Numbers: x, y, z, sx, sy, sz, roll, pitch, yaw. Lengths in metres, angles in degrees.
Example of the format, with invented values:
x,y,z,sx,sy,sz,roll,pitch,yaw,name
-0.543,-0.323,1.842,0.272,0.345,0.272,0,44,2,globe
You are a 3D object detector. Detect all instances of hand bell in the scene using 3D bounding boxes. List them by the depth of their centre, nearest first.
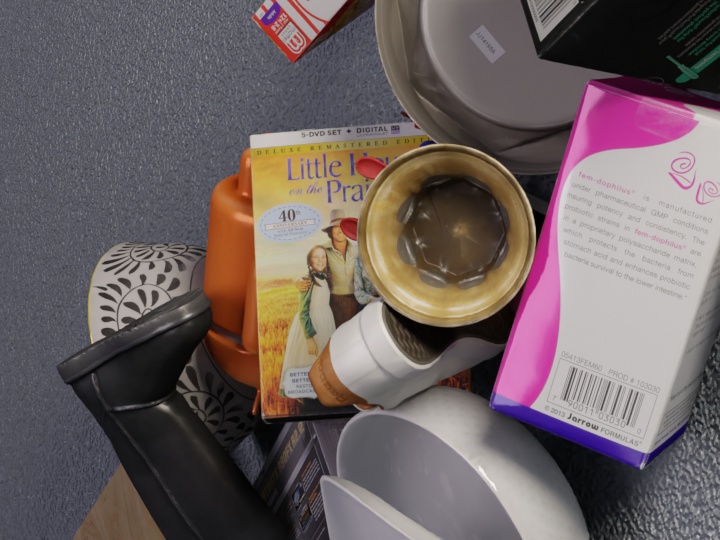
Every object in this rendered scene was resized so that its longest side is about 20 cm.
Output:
x,y,z,sx,sy,sz,roll,pitch,yaw,name
0.072,-0.031,1.150,0.104,0.200,0.105,2,97,14,hand bell

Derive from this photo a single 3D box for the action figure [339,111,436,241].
x,y,z,sx,sy,sz,roll,pitch,yaw,name
0.049,-0.068,1.210,0.051,0.200,0.066,20,112,24,action figure

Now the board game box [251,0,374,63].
x,y,z,sx,sy,sz,roll,pitch,yaw,name
0.030,-0.240,1.279,0.046,0.200,0.151,47,136,0,board game box

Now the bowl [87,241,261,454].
x,y,z,sx,sy,sz,roll,pitch,yaw,name
-0.121,0.056,1.497,0.094,0.200,0.202,-22,64,26,bowl

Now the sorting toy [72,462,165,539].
x,y,z,sx,sy,sz,roll,pitch,yaw,name
-0.160,0.259,1.597,0.199,0.069,0.201,-55,43,37,sorting toy

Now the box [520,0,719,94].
x,y,z,sx,sy,sz,roll,pitch,yaw,name
0.188,-0.191,1.011,0.124,0.199,0.149,-43,51,45,box

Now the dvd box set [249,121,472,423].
x,y,z,sx,sy,sz,roll,pitch,yaw,name
0.000,0.000,1.277,0.029,0.145,0.201,67,-160,-77,dvd box set

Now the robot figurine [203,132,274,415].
x,y,z,sx,sy,sz,roll,pitch,yaw,name
-0.058,0.002,1.385,0.144,0.116,0.201,36,126,55,robot figurine

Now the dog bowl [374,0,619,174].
x,y,z,sx,sy,sz,roll,pitch,yaw,name
0.110,-0.160,1.158,0.059,0.199,0.201,-29,-50,-79,dog bowl

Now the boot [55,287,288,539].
x,y,z,sx,sy,sz,roll,pitch,yaw,name
-0.118,0.125,1.368,0.165,0.066,0.201,-26,96,46,boot

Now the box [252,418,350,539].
x,y,z,sx,sy,sz,roll,pitch,yaw,name
-0.034,0.212,1.409,0.200,0.048,0.159,-63,37,41,box

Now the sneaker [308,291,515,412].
x,y,z,sx,sy,sz,roll,pitch,yaw,name
0.029,0.041,1.163,0.085,0.200,0.073,-35,79,27,sneaker

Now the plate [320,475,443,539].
x,y,z,sx,sy,sz,roll,pitch,yaw,name
0.059,0.240,1.192,0.200,0.032,0.200,29,138,42,plate

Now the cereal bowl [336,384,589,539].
x,y,z,sx,sy,sz,roll,pitch,yaw,name
0.078,0.157,1.203,0.200,0.083,0.201,38,144,34,cereal bowl

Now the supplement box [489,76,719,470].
x,y,z,sx,sy,sz,roll,pitch,yaw,name
0.161,-0.004,1.083,0.101,0.103,0.201,22,107,20,supplement box

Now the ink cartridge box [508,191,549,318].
x,y,z,sx,sy,sz,roll,pitch,yaw,name
0.095,-0.009,1.282,0.200,0.037,0.095,33,114,56,ink cartridge box
